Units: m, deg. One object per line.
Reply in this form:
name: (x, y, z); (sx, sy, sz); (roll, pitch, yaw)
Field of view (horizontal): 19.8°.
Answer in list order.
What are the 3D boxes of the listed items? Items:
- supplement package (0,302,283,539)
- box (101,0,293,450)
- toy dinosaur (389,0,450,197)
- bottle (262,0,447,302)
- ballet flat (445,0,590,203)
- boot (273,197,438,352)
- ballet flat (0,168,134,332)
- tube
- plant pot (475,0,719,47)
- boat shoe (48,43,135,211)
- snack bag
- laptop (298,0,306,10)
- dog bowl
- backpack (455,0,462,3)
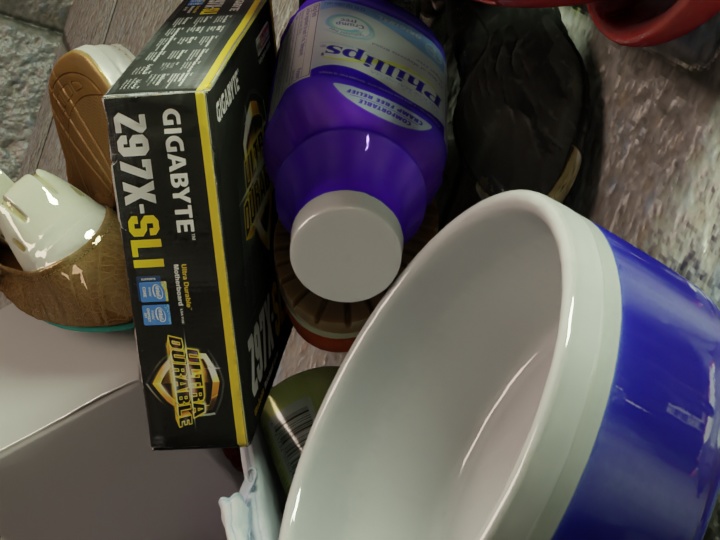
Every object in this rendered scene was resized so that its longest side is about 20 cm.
supplement package: (-0.106, 0.106, 1.074); (0.120, 0.200, 0.121); (-27, 35, 16)
box: (-0.067, -0.029, 0.943); (0.200, 0.049, 0.160); (-74, -19, -71)
toy dinosaur: (0.027, -0.142, 1.123); (0.102, 0.077, 0.200); (99, -178, -49)
bottle: (-0.003, -0.058, 0.930); (0.200, 0.083, 0.065); (-85, 21, -59)
ballet flat: (0.078, -0.088, 0.987); (0.200, 0.066, 0.057); (-92, -16, -49)
boot: (0.000, 0.000, 1.005); (0.200, 0.075, 0.107); (-77, -8, -60)
ballet flat: (-0.161, -0.020, 1.026); (0.068, 0.072, 0.200); (-41, 28, -17)
tube: (0.007, 0.140, 0.925); (0.058, 0.052, 0.200); (58, -171, -62)
plant pot: (0.078, -0.200, 0.829); (0.200, 0.182, 0.201); (-165, 90, -72)
boat shoe: (-0.112, -0.064, 1.051); (0.071, 0.069, 0.200); (58, 164, 17)
snack bag: (-0.028, 0.171, 0.930); (0.200, 0.021, 0.189); (-106, -1, -59)
laptop: (-0.052, -0.066, 1.152); (0.177, 0.103, 0.201); (-38, -48, -71)
dog bowl: (0.051, 0.075, 0.787); (0.200, 0.079, 0.200); (-50, 24, 31)
backpack: (-0.008, -0.217, 0.981); (0.167, 0.200, 0.127); (-57, 30, 4)
